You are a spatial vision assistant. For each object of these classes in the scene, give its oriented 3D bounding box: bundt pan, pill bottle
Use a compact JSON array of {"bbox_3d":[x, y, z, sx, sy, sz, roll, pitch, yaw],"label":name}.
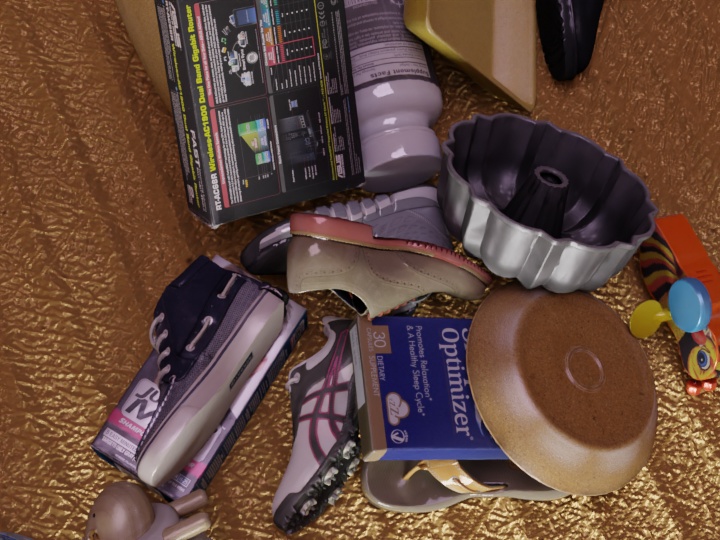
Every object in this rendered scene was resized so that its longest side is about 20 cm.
[{"bbox_3d":[0.155,-0.053,1.222,0.199,0.076,0.203,14,35,-10],"label":"bundt pan"},{"bbox_3d":[0.014,-0.180,1.279,0.109,0.111,0.202,-12,73,-4],"label":"pill bottle"}]

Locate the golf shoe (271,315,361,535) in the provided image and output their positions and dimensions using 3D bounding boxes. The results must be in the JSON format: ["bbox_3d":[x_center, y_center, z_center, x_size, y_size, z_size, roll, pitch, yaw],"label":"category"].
[{"bbox_3d":[-0.034,0.133,1.206,0.087,0.077,0.201,25,65,14],"label":"golf shoe"}]

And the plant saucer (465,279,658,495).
[{"bbox_3d":[0.183,0.090,1.188,0.198,0.035,0.202,14,59,-23],"label":"plant saucer"}]

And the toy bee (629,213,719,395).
[{"bbox_3d":[0.296,0.052,1.222,0.129,0.109,0.201,6,42,-9],"label":"toy bee"}]

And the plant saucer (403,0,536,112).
[{"bbox_3d":[0.098,-0.267,1.289,0.048,0.199,0.203,-10,68,33],"label":"plant saucer"}]

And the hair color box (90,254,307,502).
[{"bbox_3d":[-0.138,0.099,1.216,0.099,0.061,0.201,30,74,8],"label":"hair color box"}]

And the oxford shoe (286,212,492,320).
[{"bbox_3d":[0.022,0.007,1.174,0.198,0.070,0.076,14,84,-26],"label":"oxford shoe"}]

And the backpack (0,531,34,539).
[{"bbox_3d":[-0.311,0.310,1.116,0.161,0.154,0.203,6,93,7],"label":"backpack"}]

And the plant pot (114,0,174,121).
[{"bbox_3d":[-0.127,-0.207,1.265,0.184,0.186,0.203,-13,91,-5],"label":"plant pot"}]

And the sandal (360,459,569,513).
[{"bbox_3d":[0.098,0.166,1.200,0.197,0.054,0.081,-1,73,-1],"label":"sandal"}]

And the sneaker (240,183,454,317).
[{"bbox_3d":[0.000,0.000,1.234,0.198,0.075,0.117,-17,78,-17],"label":"sneaker"}]

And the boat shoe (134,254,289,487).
[{"bbox_3d":[-0.147,0.079,1.152,0.092,0.075,0.201,29,60,13],"label":"boat shoe"}]

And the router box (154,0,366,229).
[{"bbox_3d":[-0.084,-0.153,1.176,0.148,0.062,0.202,-16,112,-24],"label":"router box"}]

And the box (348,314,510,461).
[{"bbox_3d":[0.092,0.100,1.183,0.198,0.032,0.123,3,63,-20],"label":"box"}]

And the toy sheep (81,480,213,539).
[{"bbox_3d":[-0.163,0.261,1.129,0.137,0.138,0.202,-25,104,-8],"label":"toy sheep"}]

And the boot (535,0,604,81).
[{"bbox_3d":[0.252,-0.287,1.332,0.166,0.076,0.203,-5,80,-8],"label":"boot"}]
